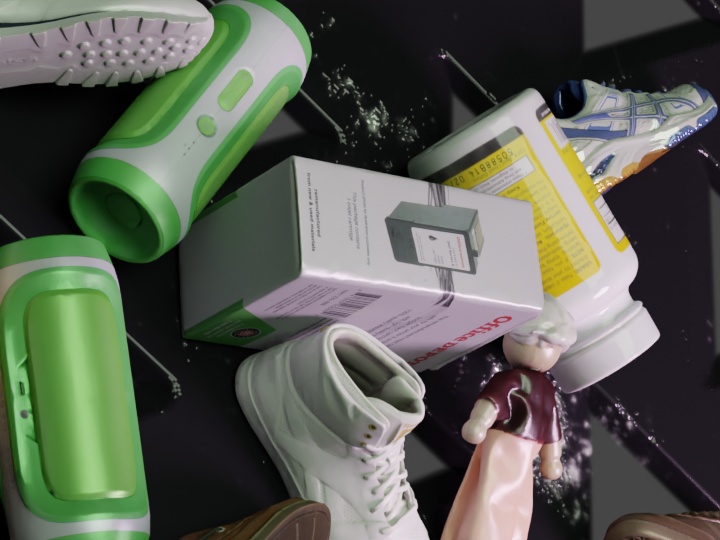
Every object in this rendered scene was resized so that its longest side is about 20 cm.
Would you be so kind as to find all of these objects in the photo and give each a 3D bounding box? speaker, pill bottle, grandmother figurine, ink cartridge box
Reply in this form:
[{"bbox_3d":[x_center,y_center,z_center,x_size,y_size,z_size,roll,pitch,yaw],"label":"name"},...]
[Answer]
[{"bbox_3d":[-0.180,0.085,1.607,0.088,0.088,0.201,2,71,-36],"label":"speaker"},{"bbox_3d":[0.128,-0.019,1.873,0.111,0.111,0.200,-34,94,-40],"label":"pill bottle"},{"bbox_3d":[0.102,0.111,1.791,0.121,0.060,0.201,31,72,-65],"label":"grandmother figurine"},{"bbox_3d":[0.000,0.000,1.747,0.199,0.146,0.084,10,66,-35],"label":"ink cartridge box"},{"bbox_3d":[-0.111,-0.096,1.739,0.088,0.088,0.200,46,52,-14],"label":"speaker"}]

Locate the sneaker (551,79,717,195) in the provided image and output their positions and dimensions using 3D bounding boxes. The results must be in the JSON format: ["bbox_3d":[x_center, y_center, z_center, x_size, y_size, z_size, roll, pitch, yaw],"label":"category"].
[{"bbox_3d":[0.193,-0.115,1.986,0.200,0.075,0.088,-30,83,-45],"label":"sneaker"}]

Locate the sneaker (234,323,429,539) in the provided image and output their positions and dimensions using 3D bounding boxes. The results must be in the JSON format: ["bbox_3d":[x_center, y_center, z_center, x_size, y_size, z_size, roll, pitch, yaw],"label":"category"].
[{"bbox_3d":[0.009,0.128,1.724,0.074,0.115,0.200,-41,100,-41],"label":"sneaker"}]

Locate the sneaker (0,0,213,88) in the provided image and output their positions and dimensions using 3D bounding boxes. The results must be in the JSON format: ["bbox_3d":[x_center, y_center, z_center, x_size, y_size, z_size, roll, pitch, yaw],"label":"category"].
[{"bbox_3d":[-0.193,-0.166,1.684,0.199,0.077,0.081,-3,56,-16],"label":"sneaker"}]

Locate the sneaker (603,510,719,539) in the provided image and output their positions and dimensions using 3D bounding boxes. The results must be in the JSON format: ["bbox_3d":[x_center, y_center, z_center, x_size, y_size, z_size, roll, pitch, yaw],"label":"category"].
[{"bbox_3d":[0.250,0.208,1.920,0.200,0.070,0.076,27,39,-30],"label":"sneaker"}]

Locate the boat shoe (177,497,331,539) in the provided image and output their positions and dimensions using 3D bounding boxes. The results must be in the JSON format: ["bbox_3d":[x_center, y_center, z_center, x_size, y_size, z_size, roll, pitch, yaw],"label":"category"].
[{"bbox_3d":[-0.089,0.187,1.651,0.200,0.068,0.072,-29,127,-57],"label":"boat shoe"}]
